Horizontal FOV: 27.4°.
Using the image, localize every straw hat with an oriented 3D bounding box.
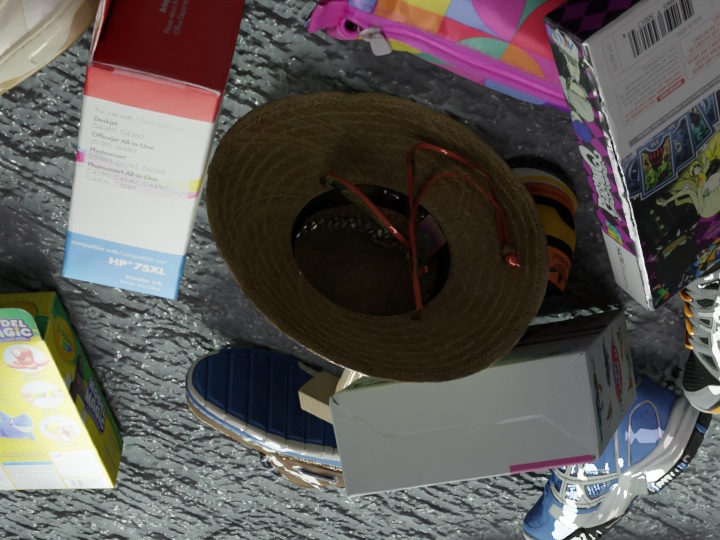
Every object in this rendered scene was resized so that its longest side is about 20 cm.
[{"bbox_3d":[0.000,0.000,0.804,0.200,0.202,0.085,17,140,-14],"label":"straw hat"}]

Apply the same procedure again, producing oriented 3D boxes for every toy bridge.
[{"bbox_3d":[-0.018,0.017,0.897,0.067,0.027,0.201,22,135,37],"label":"toy bridge"}]

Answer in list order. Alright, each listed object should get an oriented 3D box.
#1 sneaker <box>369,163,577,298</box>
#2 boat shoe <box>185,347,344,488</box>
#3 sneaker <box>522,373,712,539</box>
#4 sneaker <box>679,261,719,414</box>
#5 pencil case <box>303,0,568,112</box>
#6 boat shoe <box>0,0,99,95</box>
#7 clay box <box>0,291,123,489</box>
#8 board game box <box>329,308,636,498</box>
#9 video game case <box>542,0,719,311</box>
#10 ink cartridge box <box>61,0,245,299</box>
[{"bbox_3d":[0.044,0.014,0.892,0.199,0.090,0.070,-30,128,34],"label":"sneaker"},{"bbox_3d":[-0.037,0.117,1.032,0.199,0.073,0.072,22,138,-18],"label":"boat shoe"},{"bbox_3d":[0.165,0.133,1.042,0.077,0.076,0.200,35,135,0],"label":"sneaker"},{"bbox_3d":[0.223,0.009,0.889,0.077,0.079,0.201,17,136,7],"label":"sneaker"},{"bbox_3d":[0.074,-0.125,0.738,0.199,0.089,0.089,15,138,-12],"label":"pencil case"},{"bbox_3d":[-0.218,-0.122,0.790,0.199,0.074,0.069,-28,116,32],"label":"boat shoe"},{"bbox_3d":[-0.247,0.079,1.031,0.114,0.048,0.201,-2,137,9],"label":"clay box"},{"bbox_3d":[0.082,0.074,0.887,0.146,0.200,0.065,-10,94,17],"label":"board game box"},{"bbox_3d":[0.190,-0.101,0.706,0.200,0.036,0.182,-37,135,-11],"label":"video game case"},{"bbox_3d":[-0.104,-0.095,0.765,0.067,0.117,0.201,13,139,-7],"label":"ink cartridge box"}]
